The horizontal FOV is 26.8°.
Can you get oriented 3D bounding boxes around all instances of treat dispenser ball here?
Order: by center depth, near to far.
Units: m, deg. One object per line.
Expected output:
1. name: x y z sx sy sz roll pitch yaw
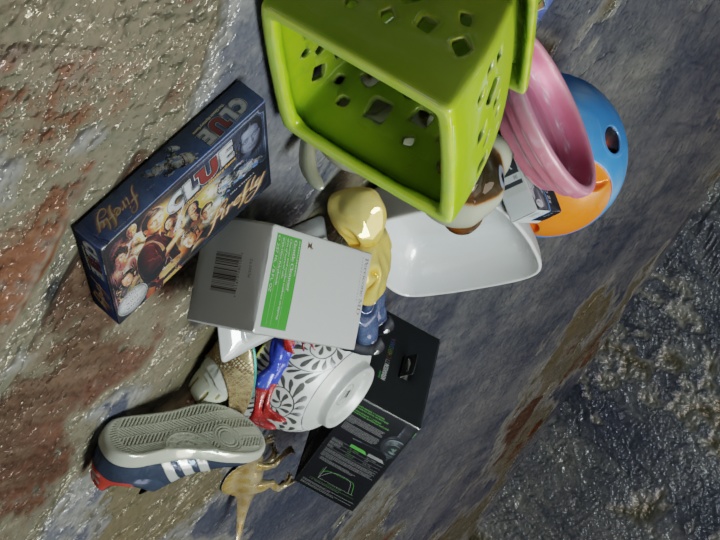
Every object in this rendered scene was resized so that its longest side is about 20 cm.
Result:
1. treat dispenser ball: 0.226 -0.142 1.844 0.201 0.200 0.201 -45 161 -20

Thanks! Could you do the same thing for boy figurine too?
1. boy figurine: 0.000 0.000 1.656 0.125 0.064 0.201 -63 154 -46

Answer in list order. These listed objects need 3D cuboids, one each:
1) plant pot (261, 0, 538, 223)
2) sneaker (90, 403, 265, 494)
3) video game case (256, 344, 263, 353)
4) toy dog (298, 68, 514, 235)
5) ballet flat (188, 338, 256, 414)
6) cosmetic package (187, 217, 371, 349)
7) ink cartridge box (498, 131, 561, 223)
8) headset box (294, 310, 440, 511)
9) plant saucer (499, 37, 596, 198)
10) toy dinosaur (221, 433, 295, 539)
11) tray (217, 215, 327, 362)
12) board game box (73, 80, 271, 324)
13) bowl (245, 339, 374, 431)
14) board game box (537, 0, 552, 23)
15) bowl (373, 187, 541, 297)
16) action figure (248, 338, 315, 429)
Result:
1. plant pot: 0.047 -0.196 1.328 0.182 0.199 0.199 -54 163 -19
2. sneaker: -0.197 0.196 1.604 0.199 0.075 0.085 3 133 -36
3. video game case: -0.061 0.090 1.869 0.182 0.022 0.200 -46 160 -17
4. toy dog: 0.057 -0.127 1.459 0.194 0.199 0.140 -43 159 -27
5. ballet flat: -0.158 0.140 1.663 0.065 0.071 0.201 -24 146 -28
6. cosmetic package: -0.077 0.014 1.493 0.199 0.084 0.109 12 87 -60
7. ink cartridge box: 0.161 -0.151 1.687 0.039 0.202 0.099 -25 172 23
8. headset box: 0.013 0.175 1.946 0.201 0.092 0.175 -55 -169 37
9. plant saucer: 0.194 -0.168 1.661 0.051 0.202 0.200 -24 172 23
10. toy dinosaur: -0.141 0.275 1.997 0.101 0.058 0.201 -22 140 -30
11. tray: -0.084 0.017 1.590 0.200 0.022 0.109 -27 116 -53
12. board game box: -0.160 -0.058 1.326 0.200 0.035 0.136 -45 160 -21
13. bowl: -0.045 0.122 1.784 0.201 0.094 0.201 -45 160 -22
14. board game box: 0.157 -0.298 1.644 0.136 0.034 0.200 -57 161 13
15. bowl: 0.101 -0.049 1.756 0.200 0.198 0.075 49 37 -53
16. action figure: -0.082 0.072 1.672 0.065 0.051 0.202 -16 116 -70
